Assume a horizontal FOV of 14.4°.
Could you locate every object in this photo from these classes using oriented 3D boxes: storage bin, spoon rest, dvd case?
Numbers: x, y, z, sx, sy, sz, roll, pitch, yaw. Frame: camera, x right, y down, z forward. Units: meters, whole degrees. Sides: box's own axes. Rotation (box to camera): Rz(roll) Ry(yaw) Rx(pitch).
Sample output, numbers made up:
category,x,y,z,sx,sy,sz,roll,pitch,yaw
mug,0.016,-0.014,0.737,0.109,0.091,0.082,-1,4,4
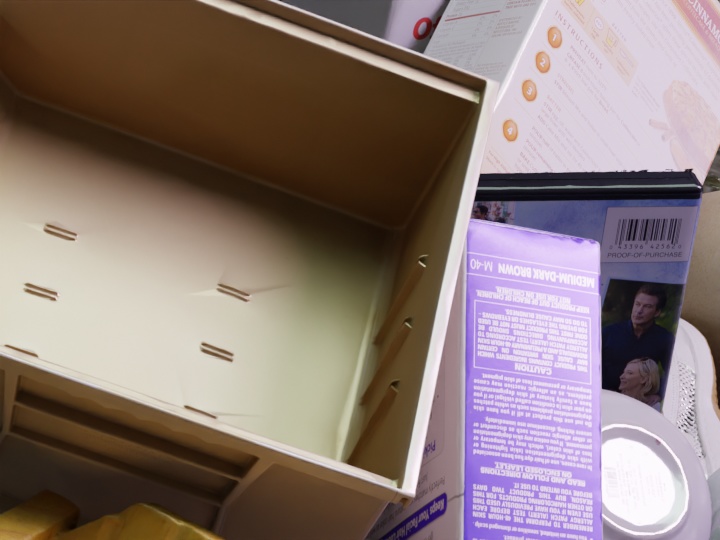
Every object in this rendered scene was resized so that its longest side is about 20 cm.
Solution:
category,x,y,z,sx,sy,sz,roll,pitch,yaw
storage bin,-0.071,-0.005,1.034,0.198,0.094,0.200,20,49,-8
spoon rest,0.101,0.138,1.147,0.099,0.061,0.200,10,56,-19
dvd case,0.061,0.048,1.210,0.143,0.200,0.018,-1,31,-13

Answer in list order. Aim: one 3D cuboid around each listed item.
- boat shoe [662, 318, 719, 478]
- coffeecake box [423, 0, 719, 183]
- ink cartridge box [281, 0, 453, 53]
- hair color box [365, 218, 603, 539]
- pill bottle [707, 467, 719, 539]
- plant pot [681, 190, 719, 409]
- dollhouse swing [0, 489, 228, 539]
category,x,y,z,sx,sy,sz,roll,pitch,yaw
boat shoe,0.136,0.071,1.420,0.069,0.071,0.200,14,22,-12
coffeecake box,0.106,-0.080,1.443,0.073,0.200,0.154,-4,-41,43
ink cartridge box,0.017,-0.074,1.518,0.083,0.200,0.147,30,24,35
hair color box,0.044,0.094,1.089,0.065,0.200,0.109,10,-23,-18
pill bottle,0.204,0.153,1.202,0.112,0.112,0.200,10,22,-16
plant pot,0.246,0.024,1.509,0.200,0.187,0.187,14,15,37
dollhouse swing,-0.084,0.175,0.872,0.200,0.182,0.176,25,2,21
